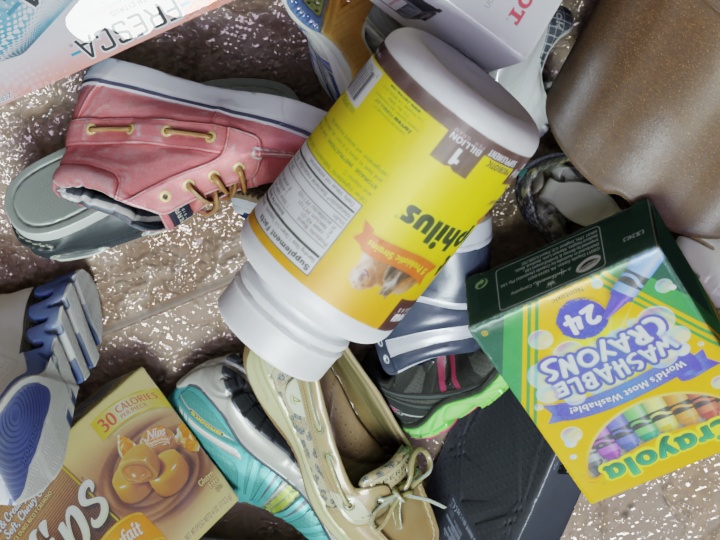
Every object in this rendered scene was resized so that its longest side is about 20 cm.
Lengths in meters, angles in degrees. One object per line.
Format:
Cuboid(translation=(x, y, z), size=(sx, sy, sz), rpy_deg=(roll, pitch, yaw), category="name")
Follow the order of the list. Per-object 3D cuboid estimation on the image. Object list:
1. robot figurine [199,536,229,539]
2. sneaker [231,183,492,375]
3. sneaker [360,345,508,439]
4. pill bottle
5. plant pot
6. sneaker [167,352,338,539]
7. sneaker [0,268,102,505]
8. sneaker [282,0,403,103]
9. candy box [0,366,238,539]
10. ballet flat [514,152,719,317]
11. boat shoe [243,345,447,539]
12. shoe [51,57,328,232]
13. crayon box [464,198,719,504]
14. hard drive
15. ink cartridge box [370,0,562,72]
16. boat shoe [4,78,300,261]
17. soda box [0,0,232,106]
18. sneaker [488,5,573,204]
Cuboid(translation=(-0.092, 0.244, 1.747), size=(0.200, 0.113, 0.170), rpy_deg=(8, 159, -4), category="robot figurine")
Cuboid(translation=(0.000, 0.000, 1.585), size=(0.200, 0.070, 0.109), rpy_deg=(12, 117, 39), category="sneaker")
Cuboid(translation=(0.063, 0.044, 1.632), size=(0.084, 0.077, 0.200), rpy_deg=(41, 136, -7), category="sneaker")
Cuboid(translation=(0.005, -0.035, 1.459), size=(0.109, 0.109, 0.200), rpy_deg=(34, 105, -17), category="pill bottle")
Cuboid(translation=(0.223, -0.137, 1.500), size=(0.200, 0.200, 0.198), rpy_deg=(23, 123, -12), category="plant pot")
Cuboid(translation=(-0.052, 0.137, 1.724), size=(0.080, 0.078, 0.200), rpy_deg=(-28, 112, 35), category="sneaker")
Cuboid(translation=(-0.246, 0.078, 1.621), size=(0.115, 0.199, 0.081), rpy_deg=(-6, 123, 17), category="sneaker")
Cuboid(translation=(-0.016, -0.154, 1.550), size=(0.075, 0.088, 0.200), rpy_deg=(-26, 95, -18), category="sneaker")
Cuboid(translation=(-0.183, 0.167, 1.643), size=(0.055, 0.200, 0.115), rpy_deg=(-27, 102, 49), category="candy box")
Cuboid(translation=(0.182, -0.015, 1.551), size=(0.200, 0.072, 0.072), rpy_deg=(27, 118, 12), category="ballet flat")
Cuboid(translation=(-0.004, 0.118, 1.667), size=(0.063, 0.073, 0.200), rpy_deg=(-19, 110, 49), category="boat shoe")
Cuboid(translation=(-0.089, -0.062, 1.539), size=(0.200, 0.071, 0.091), rpy_deg=(15, 75, 13), category="shoe")
Cuboid(translation=(0.165, 0.063, 1.531), size=(0.126, 0.052, 0.200), rpy_deg=(-24, 126, 17), category="crayon box")
Cuboid(translation=(0.097, 0.141, 1.682), size=(0.042, 0.135, 0.200), rpy_deg=(11, 115, -25), category="hard drive")
Cuboid(translation=(0.040, -0.232, 1.466), size=(0.200, 0.086, 0.148), rpy_deg=(35, 78, -16), category="ink cartridge box")
Cuboid(translation=(-0.129, -0.064, 1.609), size=(0.200, 0.076, 0.060), rpy_deg=(-17, 156, 0), category="boat shoe")
Cuboid(translation=(-0.158, -0.174, 1.545), size=(0.200, 0.064, 0.068), rpy_deg=(-23, 116, 12), category="soda box")
Cuboid(translation=(0.079, -0.083, 1.594), size=(0.080, 0.076, 0.200), rpy_deg=(-3, 129, -25), category="sneaker")
